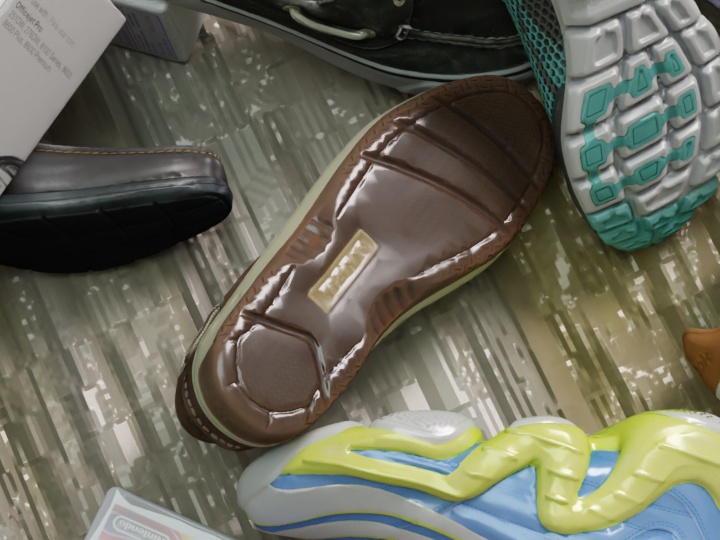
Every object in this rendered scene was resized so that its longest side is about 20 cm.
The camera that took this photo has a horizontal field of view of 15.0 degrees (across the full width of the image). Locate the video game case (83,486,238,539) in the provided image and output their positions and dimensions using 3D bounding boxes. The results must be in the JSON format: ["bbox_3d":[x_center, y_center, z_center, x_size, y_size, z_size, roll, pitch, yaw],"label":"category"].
[{"bbox_3d":[-0.078,0.202,1.065,0.143,0.018,0.201,22,77,14],"label":"video game case"}]

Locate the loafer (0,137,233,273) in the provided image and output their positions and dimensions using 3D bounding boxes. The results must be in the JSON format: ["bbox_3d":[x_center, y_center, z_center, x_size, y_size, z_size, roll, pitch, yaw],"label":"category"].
[{"bbox_3d":[-0.152,-0.039,1.127,0.199,0.073,0.073,-4,68,6],"label":"loafer"}]

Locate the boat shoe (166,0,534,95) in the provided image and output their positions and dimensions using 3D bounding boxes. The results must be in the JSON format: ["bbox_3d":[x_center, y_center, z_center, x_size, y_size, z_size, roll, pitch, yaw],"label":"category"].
[{"bbox_3d":[-0.004,-0.121,1.106,0.199,0.064,0.071,12,77,-13],"label":"boat shoe"}]

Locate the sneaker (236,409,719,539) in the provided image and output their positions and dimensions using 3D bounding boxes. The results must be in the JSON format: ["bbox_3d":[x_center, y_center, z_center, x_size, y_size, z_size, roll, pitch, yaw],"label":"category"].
[{"bbox_3d":[0.052,0.110,1.047,0.199,0.076,0.105,-5,72,5],"label":"sneaker"}]

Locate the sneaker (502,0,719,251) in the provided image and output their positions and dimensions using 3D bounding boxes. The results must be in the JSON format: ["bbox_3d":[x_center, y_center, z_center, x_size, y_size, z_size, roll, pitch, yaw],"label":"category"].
[{"bbox_3d":[0.092,-0.106,1.085,0.077,0.091,0.201,-19,115,-12],"label":"sneaker"}]

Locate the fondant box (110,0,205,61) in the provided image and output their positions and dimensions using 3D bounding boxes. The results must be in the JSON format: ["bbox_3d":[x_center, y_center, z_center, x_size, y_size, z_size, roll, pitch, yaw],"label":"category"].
[{"bbox_3d":[-0.146,-0.189,1.181,0.199,0.058,0.145,16,76,14],"label":"fondant box"}]

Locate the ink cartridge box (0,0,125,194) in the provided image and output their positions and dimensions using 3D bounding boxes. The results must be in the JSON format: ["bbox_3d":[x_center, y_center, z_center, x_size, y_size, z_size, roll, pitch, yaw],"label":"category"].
[{"bbox_3d":[-0.211,-0.068,1.073,0.144,0.084,0.200,32,82,26],"label":"ink cartridge box"}]

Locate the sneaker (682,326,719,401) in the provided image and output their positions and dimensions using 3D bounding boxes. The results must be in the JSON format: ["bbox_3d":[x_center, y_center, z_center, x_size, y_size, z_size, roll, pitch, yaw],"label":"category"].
[{"bbox_3d":[0.198,-0.029,1.056,0.085,0.073,0.200,38,89,23],"label":"sneaker"}]

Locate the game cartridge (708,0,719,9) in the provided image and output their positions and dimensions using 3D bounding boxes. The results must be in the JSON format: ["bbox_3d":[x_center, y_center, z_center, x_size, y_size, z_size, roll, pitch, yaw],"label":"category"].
[{"bbox_3d":[0.143,-0.183,1.089,0.200,0.038,0.130,41,115,39],"label":"game cartridge"}]

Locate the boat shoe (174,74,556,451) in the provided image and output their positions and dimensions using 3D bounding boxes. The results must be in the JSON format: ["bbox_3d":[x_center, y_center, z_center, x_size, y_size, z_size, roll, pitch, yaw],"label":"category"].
[{"bbox_3d":[-0.004,-0.005,1.093,0.202,0.075,0.075,-41,94,-30],"label":"boat shoe"}]
